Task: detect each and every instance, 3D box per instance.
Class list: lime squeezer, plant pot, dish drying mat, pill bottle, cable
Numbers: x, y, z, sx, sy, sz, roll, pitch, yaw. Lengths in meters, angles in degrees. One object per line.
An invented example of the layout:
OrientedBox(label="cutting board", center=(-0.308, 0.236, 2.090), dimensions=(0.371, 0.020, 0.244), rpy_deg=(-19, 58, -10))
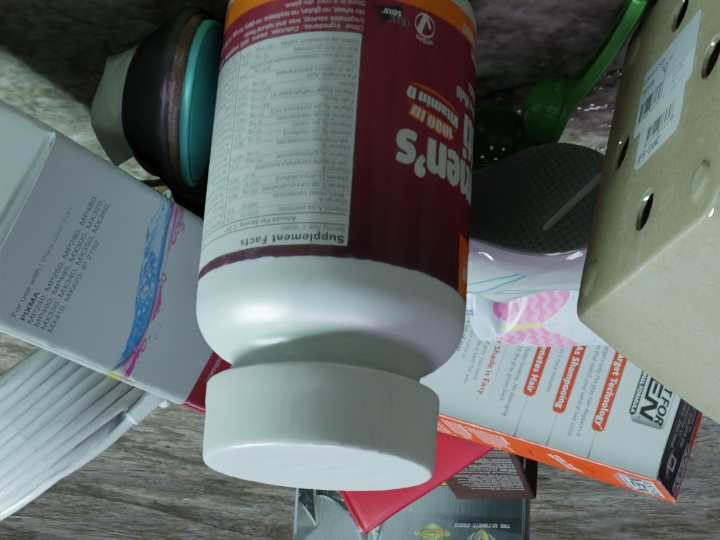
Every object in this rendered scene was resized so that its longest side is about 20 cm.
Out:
OrientedBox(label="lime squeezer", center=(0.069, -0.080, 0.665), dimensions=(0.199, 0.038, 0.071), rpy_deg=(-14, 123, 44))
OrientedBox(label="plant pot", center=(0.192, -0.034, 0.537), dimensions=(0.176, 0.202, 0.200), rpy_deg=(16, 160, -6))
OrientedBox(label="dish drying mat", center=(0.066, 0.081, 0.908), dimensions=(0.199, 0.077, 0.018), rpy_deg=(-34, 147, 6))
OrientedBox(label="pill bottle", center=(-0.010, -0.018, 0.583), dimensions=(0.108, 0.202, 0.110), rpy_deg=(3, 162, 1))
OrientedBox(label="cable", center=(-0.205, 0.093, 0.876), dimensions=(0.199, 0.070, 0.200), rpy_deg=(-37, -173, -22))

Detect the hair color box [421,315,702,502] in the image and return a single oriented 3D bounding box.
OrientedBox(label="hair color box", center=(0.103, 0.058, 0.856), dimensions=(0.199, 0.102, 0.061), rpy_deg=(15, 165, 29))

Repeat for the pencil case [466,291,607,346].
OrientedBox(label="pencil case", center=(0.154, -0.006, 0.773), dimensions=(0.198, 0.092, 0.083), rpy_deg=(1, -157, 12))

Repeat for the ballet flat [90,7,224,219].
OrientedBox(label="ballet flat", center=(-0.088, -0.065, 0.679), dimensions=(0.068, 0.069, 0.200), rpy_deg=(14, 163, 11))

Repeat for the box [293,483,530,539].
OrientedBox(label="box", center=(0.046, 0.181, 1.221), dimensions=(0.198, 0.160, 0.048), rpy_deg=(-1, 161, 15))

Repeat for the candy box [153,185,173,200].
OrientedBox(label="candy box", center=(-0.065, 0.006, 0.887), dimensions=(0.114, 0.056, 0.200), rpy_deg=(-4, 160, 18))

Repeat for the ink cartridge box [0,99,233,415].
OrientedBox(label="ink cartridge box", center=(-0.141, -0.015, 0.654), dimensions=(0.145, 0.083, 0.200), rpy_deg=(27, 176, 32))

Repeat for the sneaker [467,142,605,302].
OrientedBox(label="sneaker", center=(0.038, -0.018, 0.674), dimensions=(0.199, 0.071, 0.080), rpy_deg=(10, 157, 30))

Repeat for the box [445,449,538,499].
OrientedBox(label="box", center=(0.093, 0.106, 1.082), dimensions=(0.074, 0.101, 0.200), rpy_deg=(0, 161, 10))
